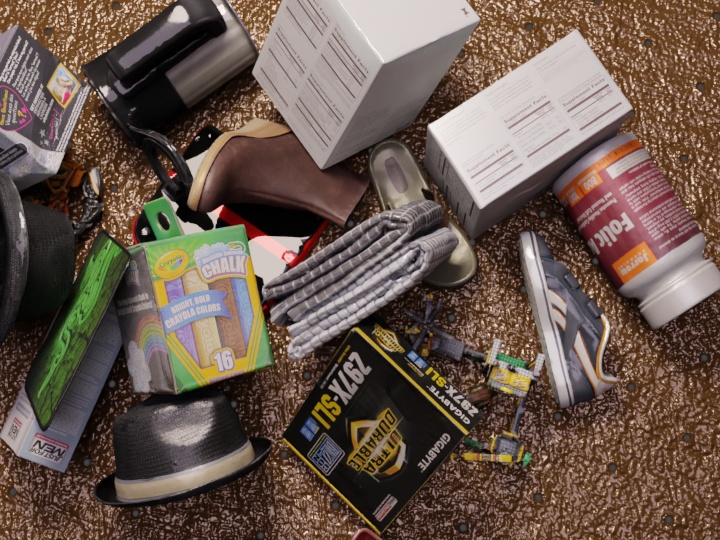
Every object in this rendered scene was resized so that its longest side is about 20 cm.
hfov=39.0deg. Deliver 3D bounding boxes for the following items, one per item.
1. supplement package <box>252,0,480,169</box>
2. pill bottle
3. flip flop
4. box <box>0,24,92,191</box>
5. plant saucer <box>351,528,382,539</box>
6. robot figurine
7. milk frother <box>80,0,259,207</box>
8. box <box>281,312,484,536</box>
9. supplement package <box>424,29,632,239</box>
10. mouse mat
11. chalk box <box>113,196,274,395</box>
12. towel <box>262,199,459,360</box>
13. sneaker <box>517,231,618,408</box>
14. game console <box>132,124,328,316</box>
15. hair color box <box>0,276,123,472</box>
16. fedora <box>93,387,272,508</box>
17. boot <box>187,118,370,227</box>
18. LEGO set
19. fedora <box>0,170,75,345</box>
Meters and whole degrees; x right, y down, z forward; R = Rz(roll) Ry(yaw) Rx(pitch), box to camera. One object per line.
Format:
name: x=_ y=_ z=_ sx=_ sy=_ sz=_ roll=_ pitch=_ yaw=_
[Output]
supplement package: x=0.000 y=-0.250 z=1.137 sx=0.151 sy=0.200 sz=0.152 roll=-30 pitch=78 yaw=-33
pill bottle: x=0.315 y=-0.043 z=1.148 sx=0.113 sy=0.114 sz=0.202 roll=-31 pitch=79 yaw=-4
flip flop: x=0.069 y=-0.069 z=1.193 sx=0.080 sy=0.058 sz=0.202 roll=-25 pitch=79 yaw=-3
box: x=-0.421 y=-0.160 z=1.140 sx=0.198 sy=0.114 sz=0.134 roll=-17 pitch=48 yaw=37
plant saucer: x=0.020 y=0.415 z=1.091 sx=0.199 sy=0.037 sz=0.201 roll=37 pitch=79 yaw=-3
robot figurine: x=-0.393 y=-0.060 z=1.211 sx=0.143 sy=0.058 sz=0.203 roll=21 pitch=81 yaw=6
milk frother: x=-0.196 y=-0.206 z=1.191 sx=0.187 sy=0.180 sz=0.201 roll=-35 pitch=105 yaw=-3
box: x=0.018 y=0.167 z=1.091 sx=0.160 sy=0.201 sz=0.049 roll=43 pitch=39 yaw=12
supplement package: x=0.182 y=-0.149 z=1.153 sx=0.198 sy=0.156 sz=0.112 roll=-32 pitch=80 yaw=-4
mouse mat: x=-0.306 y=0.058 z=1.087 sx=0.007 sy=0.160 sz=0.202 roll=28 pitch=89 yaw=-28
chalk box: x=-0.191 y=0.022 z=1.102 sx=0.122 sy=0.124 sz=0.204 roll=-12 pitch=91 yaw=-35
towel: x=0.000 y=0.000 z=1.105 sx=0.198 sy=0.165 sz=0.086 roll=-33 pitch=90 yaw=17
sneaker: x=0.235 y=0.048 z=1.154 sx=0.078 sy=0.078 sz=0.204 roll=-15 pitch=89 yaw=4
game console: x=-0.157 y=-0.055 z=1.219 sx=0.198 sy=0.031 sz=0.178 roll=33 pitch=77 yaw=8
hair color box: x=-0.329 y=0.114 z=1.148 sx=0.060 sy=0.099 sz=0.203 roll=28 pitch=79 yaw=-29
fedora: x=-0.197 y=0.179 z=1.085 sx=0.197 sy=0.201 sz=0.093 roll=-15 pitch=96 yaw=0
boot: x=-0.087 y=-0.096 z=1.150 sx=0.165 sy=0.073 sz=0.201 roll=29 pitch=39 yaw=6
LEGO set: x=0.115 y=0.131 z=1.121 sx=0.198 sy=0.116 sz=0.156 roll=27 pitch=81 yaw=8
fedora: x=-0.365 y=-0.010 z=1.096 sx=0.091 sy=0.199 sz=0.204 roll=-1 pitch=75 yaw=-39
